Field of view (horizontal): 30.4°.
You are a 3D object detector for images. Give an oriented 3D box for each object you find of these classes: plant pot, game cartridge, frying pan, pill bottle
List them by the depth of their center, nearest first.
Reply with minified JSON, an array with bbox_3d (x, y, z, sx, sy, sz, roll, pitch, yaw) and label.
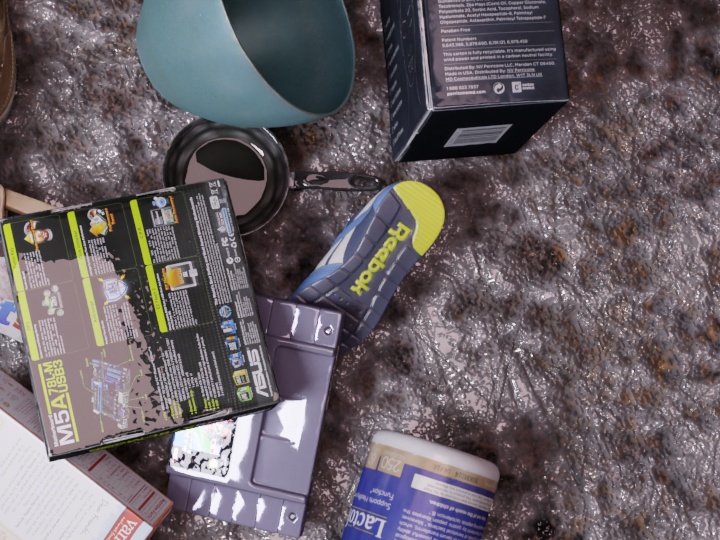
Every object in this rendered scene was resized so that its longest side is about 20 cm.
[{"bbox_3d":[0.038,0.245,1.129,0.116,0.116,0.200,18,81,-2],"label":"pill bottle"},{"bbox_3d":[-0.094,0.121,1.149,0.130,0.038,0.200,11,93,3],"label":"game cartridge"},{"bbox_3d":[-0.115,-0.208,1.157,0.135,0.200,0.200,-17,83,30],"label":"plant pot"},{"bbox_3d":[-0.087,-0.097,1.207,0.190,0.031,0.115,-19,84,-10],"label":"frying pan"}]

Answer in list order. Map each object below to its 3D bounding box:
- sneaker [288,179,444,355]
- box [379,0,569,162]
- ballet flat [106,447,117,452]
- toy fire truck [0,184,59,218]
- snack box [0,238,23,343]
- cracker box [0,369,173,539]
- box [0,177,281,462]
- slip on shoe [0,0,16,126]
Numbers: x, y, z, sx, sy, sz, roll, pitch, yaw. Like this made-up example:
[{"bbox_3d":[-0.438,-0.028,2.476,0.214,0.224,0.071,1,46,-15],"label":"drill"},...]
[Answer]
[{"bbox_3d":[0.000,0.000,1.186,0.074,0.082,0.200,40,100,-13],"label":"sneaker"},{"bbox_3d":[0.091,-0.213,1.153,0.124,0.200,0.197,-5,83,-7],"label":"box"},{"bbox_3d":[-0.188,0.077,1.157,0.072,0.072,0.200,33,81,0],"label":"ballet flat"},{"bbox_3d":[-0.332,-0.024,1.168,0.200,0.049,0.141,34,81,1],"label":"toy fire truck"},{"bbox_3d":[-0.302,0.012,1.119,0.200,0.024,0.072,29,98,-21],"label":"snack box"},{"bbox_3d":[-0.277,0.192,1.115,0.200,0.058,0.134,38,108,1],"label":"cracker box"},{"bbox_3d":[-0.182,0.038,1.090,0.193,0.048,0.200,-13,80,-14],"label":"box"},{"bbox_3d":[-0.349,-0.226,1.188,0.076,0.061,0.200,0,82,-5],"label":"slip on shoe"}]
